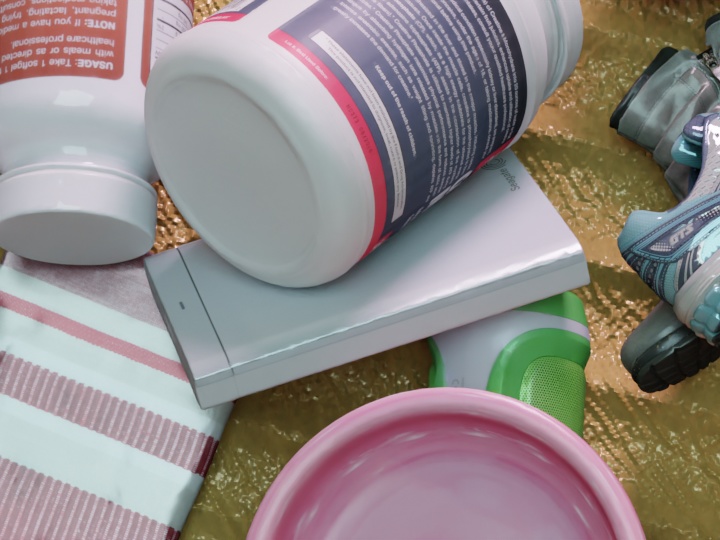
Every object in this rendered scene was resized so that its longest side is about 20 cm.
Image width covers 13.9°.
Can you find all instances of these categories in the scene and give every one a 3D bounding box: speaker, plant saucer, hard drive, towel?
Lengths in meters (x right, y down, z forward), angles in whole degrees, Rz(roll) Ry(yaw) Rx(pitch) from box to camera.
[{"bbox_3d":[0.070,0.110,1.470,0.088,0.088,0.201,3,77,3],"label":"speaker"},{"bbox_3d":[0.043,0.157,1.391,0.200,0.051,0.201,-2,81,15],"label":"plant saucer"},{"bbox_3d":[0.000,0.000,1.471,0.199,0.132,0.027,-17,120,-7],"label":"hard drive"},{"bbox_3d":[-0.146,0.081,1.517,0.144,0.023,0.200,22,79,6],"label":"towel"}]

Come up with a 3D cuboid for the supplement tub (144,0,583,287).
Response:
[{"bbox_3d":[0.003,-0.095,1.463,0.140,0.140,0.200,45,54,11],"label":"supplement tub"}]

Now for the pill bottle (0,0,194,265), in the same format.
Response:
[{"bbox_3d":[-0.142,-0.110,1.509,0.112,0.112,0.201,1,71,2],"label":"pill bottle"}]

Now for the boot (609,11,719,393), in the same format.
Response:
[{"bbox_3d":[0.174,-0.039,1.521,0.131,0.068,0.200,43,74,15],"label":"boot"}]

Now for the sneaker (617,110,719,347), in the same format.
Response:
[{"bbox_3d":[0.204,-0.062,1.455,0.086,0.078,0.200,37,70,15],"label":"sneaker"}]
